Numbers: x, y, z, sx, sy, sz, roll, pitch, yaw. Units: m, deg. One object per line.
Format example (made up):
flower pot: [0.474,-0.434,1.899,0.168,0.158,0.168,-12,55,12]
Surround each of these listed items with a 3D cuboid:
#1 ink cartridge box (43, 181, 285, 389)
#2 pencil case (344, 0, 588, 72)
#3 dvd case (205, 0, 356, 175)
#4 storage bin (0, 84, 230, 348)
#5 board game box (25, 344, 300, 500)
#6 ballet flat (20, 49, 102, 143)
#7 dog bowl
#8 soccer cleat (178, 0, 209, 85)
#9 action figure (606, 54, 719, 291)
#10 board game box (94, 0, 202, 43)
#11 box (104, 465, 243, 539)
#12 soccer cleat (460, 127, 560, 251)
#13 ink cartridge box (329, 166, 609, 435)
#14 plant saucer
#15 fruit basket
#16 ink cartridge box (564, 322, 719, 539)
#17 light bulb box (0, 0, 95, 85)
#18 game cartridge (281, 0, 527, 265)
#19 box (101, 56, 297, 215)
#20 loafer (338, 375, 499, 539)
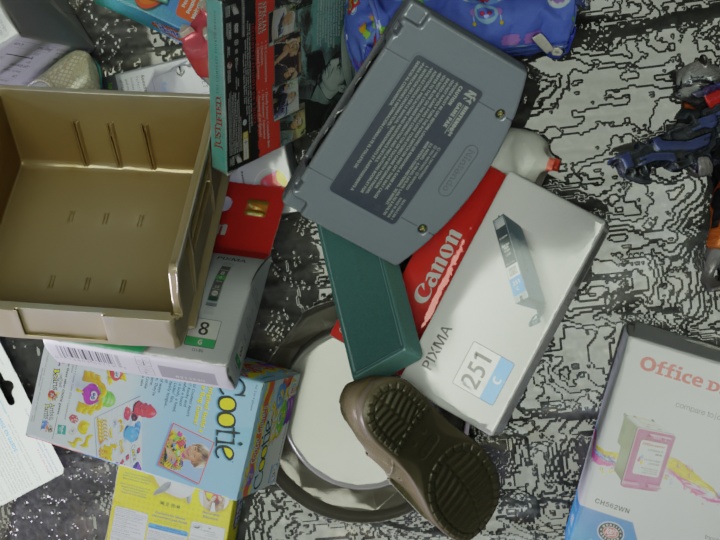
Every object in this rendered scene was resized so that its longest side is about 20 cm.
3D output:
ink cartridge box: [-0.159,-0.006,1.377,0.160,0.050,0.201,8,62,11]
pencil case: [0.087,-0.206,1.368,0.198,0.078,0.087,-7,53,-14]
dvd case: [-0.053,-0.179,1.355,0.022,0.200,0.147,20,124,33]
storage bin: [-0.222,-0.044,1.331,0.198,0.200,0.094,4,141,7]
board game box: [-0.168,0.114,1.413,0.198,0.103,0.106,15,95,15]
ballet flat: [-0.297,-0.112,1.452,0.068,0.062,0.200,50,121,18]
dog bowl: [0.003,0.120,1.460,0.198,0.059,0.202,1,96,8]
soccer cleat: [-0.075,-0.232,1.370,0.066,0.077,0.201,14,60,40]
action figure: [0.289,-0.081,1.375,0.198,0.105,0.195,-12,89,-15]
board game box: [-0.112,-0.261,1.423,0.199,0.045,0.153,25,80,6]
box: [-0.160,0.170,1.498,0.116,0.048,0.202,12,100,9]
soccer cleat: [0.110,-0.027,1.428,0.077,0.069,0.202,19,93,14]
ink cartridge box: [0.086,0.009,1.376,0.175,0.045,0.201,28,93,16]
plant saucer: [0.000,0.000,1.409,0.070,0.019,0.201,-30,58,27]
fruit basket: [-0.402,0.150,1.527,0.199,0.094,0.186,-28,91,-5]
ink cartridge box: [0.270,0.162,1.409,0.143,0.085,0.202,16,97,7]
light bulb box: [-0.367,-0.193,1.416,0.199,0.198,0.125,-32,88,10]
game cartridge: [0.041,-0.107,1.336,0.133,0.042,0.201,26,112,-22]
box: [-0.162,-0.108,1.472,0.198,0.041,0.157,-13,93,11]
loafer: [0.050,0.151,1.382,0.076,0.067,0.200,-44,125,-13]
